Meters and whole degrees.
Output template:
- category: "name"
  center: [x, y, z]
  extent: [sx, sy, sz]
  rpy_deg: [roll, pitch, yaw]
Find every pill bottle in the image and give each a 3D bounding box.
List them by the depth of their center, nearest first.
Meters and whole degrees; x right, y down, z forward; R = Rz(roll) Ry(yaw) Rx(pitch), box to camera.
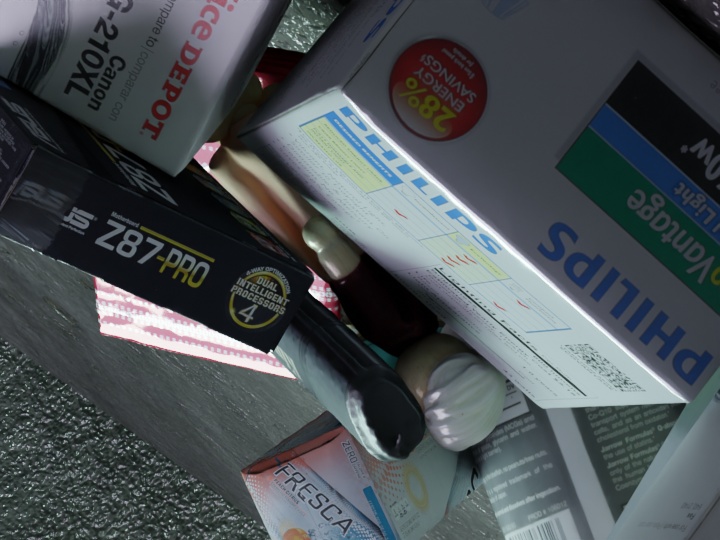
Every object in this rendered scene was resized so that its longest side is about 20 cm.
- category: "pill bottle"
  center: [0.105, 0.062, 1.453]
  extent: [0.116, 0.115, 0.201]
  rpy_deg: [122, 128, -79]

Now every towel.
- category: "towel"
  center: [-0.077, -0.036, 1.514]
  extent: [0.144, 0.023, 0.201]
  rpy_deg: [13, 129, 18]

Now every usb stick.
- category: "usb stick"
  center: [-0.028, 0.029, 1.384]
  extent: [0.056, 0.033, 0.200]
  rpy_deg: [56, 172, -34]

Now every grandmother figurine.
- category: "grandmother figurine"
  center: [0.000, 0.000, 1.400]
  extent: [0.200, 0.061, 0.121]
  rpy_deg: [53, -158, 14]

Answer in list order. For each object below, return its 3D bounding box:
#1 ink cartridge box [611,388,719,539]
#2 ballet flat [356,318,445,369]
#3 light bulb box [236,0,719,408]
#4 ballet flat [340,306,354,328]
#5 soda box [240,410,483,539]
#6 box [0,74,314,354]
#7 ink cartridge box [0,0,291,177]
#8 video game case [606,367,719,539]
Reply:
- category: "ink cartridge box"
  center: [0.212, 0.087, 1.177]
  extent: [0.146, 0.200, 0.086]
  rpy_deg: [41, 168, -12]
- category: "ballet flat"
  center: [0.082, 0.055, 1.588]
  extent: [0.199, 0.069, 0.063]
  rpy_deg: [0, -172, 0]
- category: "light bulb box"
  center: [0.074, -0.048, 1.268]
  extent: [0.198, 0.125, 0.200]
  rpy_deg: [41, 168, -9]
- category: "ballet flat"
  center: [-0.009, -0.015, 1.630]
  extent: [0.067, 0.046, 0.200]
  rpy_deg: [36, -159, -12]
- category: "soda box"
  center: [0.015, 0.093, 1.455]
  extent: [0.069, 0.063, 0.200]
  rpy_deg: [65, -157, -2]
- category: "box"
  center: [-0.129, -0.046, 1.357]
  extent: [0.161, 0.049, 0.200]
  rpy_deg: [24, -168, -34]
- category: "ink cartridge box"
  center: [-0.125, -0.159, 1.309]
  extent: [0.199, 0.145, 0.084]
  rpy_deg: [30, -146, -1]
- category: "video game case"
  center: [0.199, 0.101, 1.271]
  extent: [0.023, 0.200, 0.182]
  rpy_deg: [8, 149, 51]
